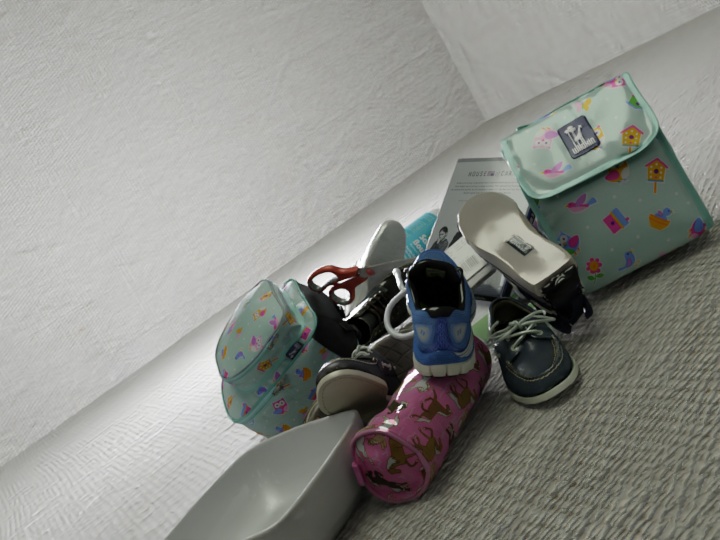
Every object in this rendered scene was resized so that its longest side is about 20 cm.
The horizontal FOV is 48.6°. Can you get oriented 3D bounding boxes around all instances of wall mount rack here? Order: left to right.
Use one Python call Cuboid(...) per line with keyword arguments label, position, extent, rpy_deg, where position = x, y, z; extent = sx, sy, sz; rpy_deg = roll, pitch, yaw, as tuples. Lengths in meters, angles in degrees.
Cuboid(label="wall mount rack", position=(0.110, 0.004, 0.997), extent=(0.199, 0.075, 0.175), rpy_deg=(-40, 49, 8))

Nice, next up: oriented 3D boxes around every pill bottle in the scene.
Cuboid(label="pill bottle", position=(0.115, -0.035, 1.409), extent=(0.199, 0.112, 0.111), rpy_deg=(-35, 9, -15))

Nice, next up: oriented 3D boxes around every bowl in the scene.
Cuboid(label="bowl", position=(-0.085, 0.235, 0.769), extent=(0.198, 0.075, 0.200), rpy_deg=(-25, 11, 34))

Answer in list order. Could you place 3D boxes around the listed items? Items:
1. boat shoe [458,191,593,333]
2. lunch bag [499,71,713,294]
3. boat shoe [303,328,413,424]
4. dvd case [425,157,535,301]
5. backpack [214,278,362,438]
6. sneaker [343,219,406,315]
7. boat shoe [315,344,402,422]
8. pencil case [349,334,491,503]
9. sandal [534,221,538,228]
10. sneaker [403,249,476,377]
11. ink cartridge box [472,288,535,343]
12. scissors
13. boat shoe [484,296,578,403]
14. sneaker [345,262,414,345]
Cuboid(label="boat shoe", position=(0.179, -0.008, 0.886), extent=(0.074, 0.093, 0.201), rpy_deg=(-34, 37, 1))
Cuboid(label="lunch bag", position=(0.271, -0.100, 0.901), extent=(0.169, 0.202, 0.122), rpy_deg=(-28, 2, 16))
Cuboid(label="boat shoe", position=(0.003, 0.139, 0.985), extent=(0.199, 0.075, 0.073), rpy_deg=(-34, 8, -26))
Cuboid(label="dvd case", position=(0.161, -0.059, 1.065), extent=(0.149, 0.025, 0.203), rpy_deg=(6, 69, 45))
Cuboid(label="backpack", position=(-0.114, 0.125, 1.095), extent=(0.202, 0.152, 0.176), rpy_deg=(-60, 29, 10))
Cuboid(label="sneaker", position=(0.009, 0.002, 1.324), extent=(0.074, 0.203, 0.088), rpy_deg=(6, 21, -37))
Cuboid(label="boat shoe", position=(-0.001, 0.115, 0.844), extent=(0.072, 0.064, 0.200), rpy_deg=(-24, -25, 13))
Cuboid(label="pencil case", position=(0.062, 0.135, 0.778), extent=(0.200, 0.082, 0.087), rpy_deg=(-46, -14, -54))
Cuboid(label="sandal", position=(0.209, -0.051, 1.072), extent=(0.081, 0.050, 0.204), rpy_deg=(-22, 31, 6))
Cuboid(label="sneaker", position=(0.083, 0.021, 0.812), extent=(0.077, 0.091, 0.201), rpy_deg=(-4, 26, 2))
Cuboid(label="ink cartridge box", position=(0.169, 0.036, 1.063), extent=(0.145, 0.048, 0.200), rpy_deg=(-35, 33, -14))
Cuboid(label="scissors", position=(0.000, 0.000, 1.055), extent=(0.199, 0.073, 0.014), rpy_deg=(-31, 26, 49))
Cuboid(label="boat shoe", position=(0.167, 0.073, 0.808), extent=(0.074, 0.062, 0.200), rpy_deg=(-27, 11, 9))
Cuboid(label="sneaker", position=(0.036, 0.063, 1.234), extent=(0.200, 0.075, 0.106), rpy_deg=(-44, -2, -7))
